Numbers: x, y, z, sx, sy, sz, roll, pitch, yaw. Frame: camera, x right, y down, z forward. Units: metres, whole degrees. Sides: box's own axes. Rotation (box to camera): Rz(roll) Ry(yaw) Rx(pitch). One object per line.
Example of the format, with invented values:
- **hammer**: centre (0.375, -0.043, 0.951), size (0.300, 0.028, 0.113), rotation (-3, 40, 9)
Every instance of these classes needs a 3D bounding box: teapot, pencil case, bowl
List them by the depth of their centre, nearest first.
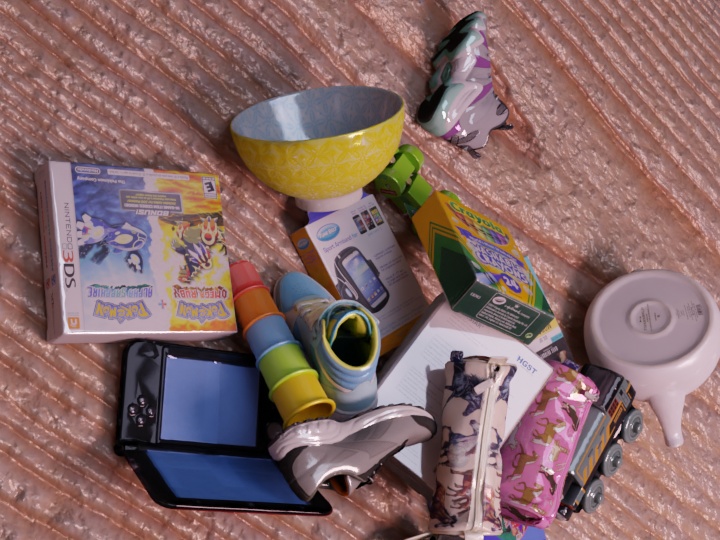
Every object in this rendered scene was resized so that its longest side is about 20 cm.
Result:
- **pencil case**: centre (0.120, 0.188, 1.216), size (0.077, 0.089, 0.201), rotation (7, 77, -1)
- **bowl**: centre (-0.043, -0.131, 1.310), size (0.200, 0.200, 0.108), rotation (-29, 122, -40)
- **pencil case**: centre (0.215, 0.206, 1.357), size (0.083, 0.086, 0.201), rotation (31, 67, -14)
- **teapot**: centre (0.402, 0.103, 1.570), size (0.200, 0.197, 0.146), rotation (-46, 142, -18)

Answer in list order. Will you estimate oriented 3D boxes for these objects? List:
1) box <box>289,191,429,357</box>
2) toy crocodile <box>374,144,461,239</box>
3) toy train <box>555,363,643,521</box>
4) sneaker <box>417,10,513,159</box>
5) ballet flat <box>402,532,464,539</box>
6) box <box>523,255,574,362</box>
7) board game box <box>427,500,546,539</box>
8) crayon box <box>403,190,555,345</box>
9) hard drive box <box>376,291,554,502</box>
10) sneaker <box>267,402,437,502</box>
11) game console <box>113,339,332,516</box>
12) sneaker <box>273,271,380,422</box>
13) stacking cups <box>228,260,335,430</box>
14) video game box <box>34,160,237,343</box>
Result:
- **box**: centre (0.000, 0.000, 1.370), size (0.119, 0.041, 0.201), rotation (-28, 89, -40)
- **toy crocodile**: centre (0.067, -0.093, 1.445), size (0.200, 0.062, 0.068), rotation (49, 53, -18)
- **toy train**: centre (0.283, 0.214, 1.443), size (0.200, 0.085, 0.114), rotation (-56, 136, -17)
- **sneaker**: centre (0.162, -0.243, 1.560), size (0.140, 0.078, 0.201), rotation (33, 67, -26)
- **ballet flat**: centre (0.037, 0.343, 1.259), size (0.200, 0.068, 0.069), rotation (-29, 77, -35)
- **box**: centre (0.218, 0.090, 1.495), size (0.082, 0.049, 0.201), rotation (-23, 89, -40)
- **board game box**: centre (0.139, 0.242, 1.383), size (0.134, 0.045, 0.201), rotation (-5, 77, -38)
- **crayon box**: centre (0.136, -0.015, 1.337), size (0.125, 0.052, 0.200), rotation (24, 28, -32)
- **hard drive box**: centre (0.098, 0.146, 1.307), size (0.156, 0.077, 0.200), rotation (40, 73, -2)
- **sneaker**: centre (-0.001, 0.188, 1.175), size (0.200, 0.074, 0.080), rotation (-8, 65, -37)
- **game console**: centre (-0.133, 0.158, 1.158), size (0.199, 0.119, 0.173), rotation (11, 73, -34)
- **sneaker**: centre (-0.033, 0.052, 1.231), size (0.079, 0.131, 0.200), rotation (-21, 58, -21)
- **stacking cups**: centre (-0.099, 0.078, 1.219), size (0.060, 0.061, 0.200), rotation (-8, 53, -38)
- **video game box**: centre (-0.233, -0.017, 1.196), size (0.199, 0.047, 0.183), rotation (1, 76, -37)
